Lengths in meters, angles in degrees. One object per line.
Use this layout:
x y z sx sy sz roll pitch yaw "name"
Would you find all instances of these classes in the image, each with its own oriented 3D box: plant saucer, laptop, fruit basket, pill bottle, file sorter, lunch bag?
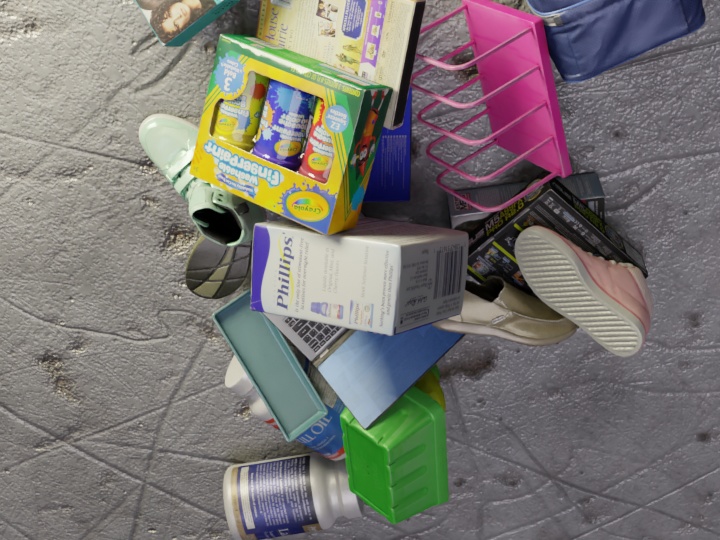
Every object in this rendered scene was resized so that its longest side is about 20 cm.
-0.121 0.126 1.547 0.070 0.019 0.202 -34 102 -21 "plant saucer"
-0.003 0.057 1.500 0.187 0.116 0.200 -43 112 2 "laptop"
0.070 0.211 1.596 0.215 0.155 0.218 -31 137 -35 "fruit basket"
-0.089 0.176 1.638 0.199 0.113 0.112 32 118 -21 "pill bottle"
0.140 -0.189 1.349 0.125 0.139 0.202 -31 125 -18 "file sorter"
-0.098 0.336 1.745 0.197 0.116 0.117 -10 124 6 "pill bottle"
0.283 -0.321 1.290 0.198 0.137 0.133 -24 122 13 "lunch bag"

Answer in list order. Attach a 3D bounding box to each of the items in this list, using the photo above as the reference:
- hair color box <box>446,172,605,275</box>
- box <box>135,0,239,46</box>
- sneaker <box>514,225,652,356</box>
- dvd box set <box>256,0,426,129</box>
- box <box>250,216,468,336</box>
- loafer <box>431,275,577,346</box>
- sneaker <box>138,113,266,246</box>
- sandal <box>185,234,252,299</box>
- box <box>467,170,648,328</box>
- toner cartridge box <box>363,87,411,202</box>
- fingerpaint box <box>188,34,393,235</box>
0.216 -0.059 1.514 0.197 0.061 0.100 -7 126 4 "hair color box"
-0.160 -0.341 1.302 0.199 0.049 0.083 -33 90 19 "box"
0.282 0.010 1.439 0.200 0.105 0.075 43 130 4 "sneaker"
-0.029 -0.260 1.317 0.198 0.029 0.148 22 116 24 "dvd box set"
0.000 0.000 1.375 0.198 0.183 0.107 10 100 29 "box"
0.181 0.046 1.452 0.197 0.076 0.069 5 113 -11 "loafer"
-0.199 -0.111 1.413 0.200 0.118 0.074 44 103 -4 "sneaker"
-0.170 -0.054 1.518 0.079 0.057 0.203 19 108 -7 "sandal"
0.244 -0.013 1.484 0.199 0.045 0.160 36 120 -25 "box"
0.016 -0.181 1.438 0.093 0.043 0.202 -1 125 -2 "toner cartridge box"
-0.082 -0.156 1.309 0.198 0.073 0.169 25 110 23 "fingerpaint box"
